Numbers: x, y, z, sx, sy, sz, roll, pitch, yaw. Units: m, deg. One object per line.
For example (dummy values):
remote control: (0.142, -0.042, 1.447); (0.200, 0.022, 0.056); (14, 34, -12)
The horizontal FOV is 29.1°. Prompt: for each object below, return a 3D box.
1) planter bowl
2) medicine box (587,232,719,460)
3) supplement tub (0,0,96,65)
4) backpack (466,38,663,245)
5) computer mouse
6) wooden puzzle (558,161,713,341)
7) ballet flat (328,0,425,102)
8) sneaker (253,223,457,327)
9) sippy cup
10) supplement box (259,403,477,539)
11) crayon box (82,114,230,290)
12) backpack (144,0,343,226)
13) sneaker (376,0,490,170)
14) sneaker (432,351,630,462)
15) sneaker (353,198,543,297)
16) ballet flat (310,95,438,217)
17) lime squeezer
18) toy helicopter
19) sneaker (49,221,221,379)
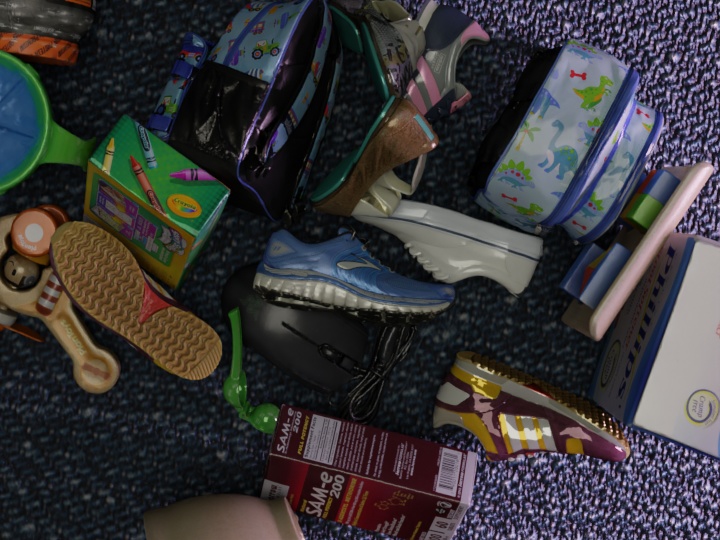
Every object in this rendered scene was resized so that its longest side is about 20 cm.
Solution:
planter bowl: (-0.108, 0.298, 1.330); (0.133, 0.200, 0.202); (-23, 93, -3)
medicine box: (0.308, 0.064, 1.320); (0.102, 0.200, 0.184); (19, 92, -2)
supplement tub: (-0.311, -0.304, 1.334); (0.121, 0.123, 0.203); (7, 92, -1)
backpack: (0.197, -0.120, 1.306); (0.146, 0.200, 0.184); (28, 91, 3)
computer mouse: (-0.049, 0.061, 1.389); (0.199, 0.053, 0.140); (28, 93, -2)
wooden puzzle: (0.248, -0.027, 1.316); (0.046, 0.200, 0.186); (33, 92, 1)
ballet flat: (0.023, -0.222, 1.314); (0.071, 0.201, 0.073); (-8, 121, -14)
sneaker: (0.000, 0.000, 1.346); (0.198, 0.079, 0.090); (12, 77, -9)
sippy cup: (-0.352, -0.141, 1.337); (0.139, 0.130, 0.178); (-37, 93, 0)
supplement box: (0.005, 0.204, 1.364); (0.198, 0.109, 0.061); (14, 54, -1)
crayon box: (-0.196, -0.059, 1.306); (0.118, 0.200, 0.059); (36, 71, -2)
backpack: (-0.099, -0.168, 1.319); (0.133, 0.183, 0.202); (18, 80, 15)
sneaker: (0.063, -0.163, 1.371); (0.081, 0.070, 0.202); (21, 94, 1)
sneaker: (0.169, 0.159, 1.393); (0.198, 0.075, 0.091); (26, 100, 5)
sneaker: (0.082, -0.024, 1.377); (0.198, 0.073, 0.072); (16, 91, -1)
ballet flat: (0.017, -0.091, 1.295); (0.072, 0.200, 0.068); (36, 55, -6)
lime squeezer: (-0.093, 0.127, 1.393); (0.070, 0.038, 0.201); (-33, 109, 7)
toy helicopter: (-0.312, 0.040, 1.375); (0.132, 0.079, 0.201); (-33, 96, 2)
sneaker: (-0.225, 0.033, 1.347); (0.200, 0.090, 0.075); (45, 77, -13)
